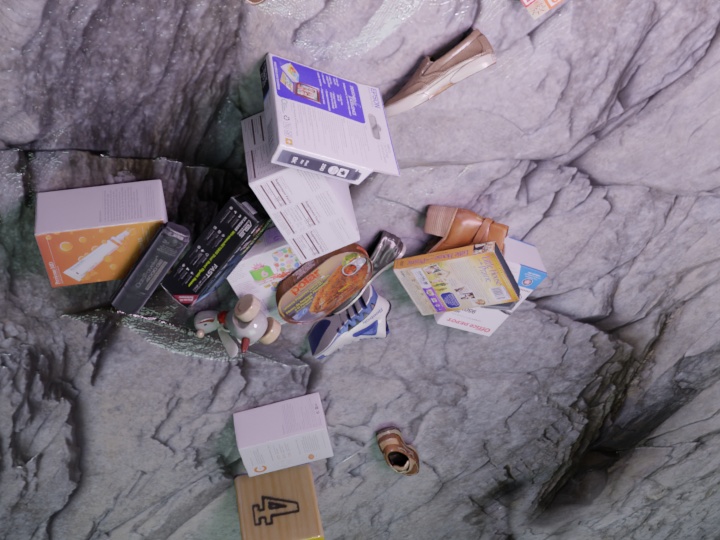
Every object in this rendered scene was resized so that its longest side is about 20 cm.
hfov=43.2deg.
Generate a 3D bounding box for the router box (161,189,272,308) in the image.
[{"bbox_3d":[-0.226,-0.041,1.508,0.062,0.150,0.200,42,107,-1],"label":"router box"}]

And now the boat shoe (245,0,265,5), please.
[{"bbox_3d":[-0.094,-0.433,1.210,0.075,0.074,0.200,25,124,-36],"label":"boat shoe"}]

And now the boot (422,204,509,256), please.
[{"bbox_3d":[0.192,-0.027,1.693,0.153,0.077,0.202,15,125,12],"label":"boot"}]

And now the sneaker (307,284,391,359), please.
[{"bbox_3d":[-0.006,0.117,1.821,0.115,0.081,0.199,27,122,-35],"label":"sneaker"}]

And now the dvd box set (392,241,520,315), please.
[{"bbox_3d":[0.177,0.017,1.670,0.198,0.030,0.147,-11,137,26],"label":"dvd box set"}]

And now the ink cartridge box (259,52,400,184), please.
[{"bbox_3d":[-0.048,-0.221,1.359,0.198,0.200,0.043,11,138,-26],"label":"ink cartridge box"}]

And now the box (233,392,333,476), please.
[{"bbox_3d":[-0.171,0.367,2.026,0.198,0.098,0.125,-13,139,-4],"label":"box"}]

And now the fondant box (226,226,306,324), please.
[{"bbox_3d":[-0.159,0.016,1.684,0.143,0.059,0.201,-19,139,4],"label":"fondant box"}]

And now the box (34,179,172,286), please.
[{"bbox_3d":[-0.414,-0.061,1.483,0.197,0.098,0.125,-8,138,-8],"label":"box"}]

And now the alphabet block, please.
[{"bbox_3d":[-0.195,0.617,2.210,0.194,0.201,0.197,-9,139,-7],"label":"alphabet block"}]

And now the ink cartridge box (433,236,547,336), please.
[{"bbox_3d":[0.248,0.028,1.800,0.143,0.085,0.200,15,130,-29],"label":"ink cartridge box"}]

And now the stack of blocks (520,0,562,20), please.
[{"bbox_3d":[0.299,-0.470,1.301,0.199,0.059,0.115,-33,135,18],"label":"stack of blocks"}]

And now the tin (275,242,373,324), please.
[{"bbox_3d":[-0.068,0.023,1.652,0.199,0.042,0.112,-37,140,16],"label":"tin"}]

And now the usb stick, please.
[{"bbox_3d":[-0.339,-0.001,1.461,0.055,0.033,0.200,24,125,-27],"label":"usb stick"}]

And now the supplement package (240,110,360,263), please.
[{"bbox_3d":[-0.095,-0.144,1.457,0.110,0.157,0.201,-20,138,9],"label":"supplement package"}]

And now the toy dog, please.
[{"bbox_3d":[-0.238,0.115,1.674,0.131,0.097,0.200,35,147,-17],"label":"toy dog"}]

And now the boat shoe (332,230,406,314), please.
[{"bbox_3d":[0.000,0.000,1.718,0.057,0.067,0.200,39,112,-21],"label":"boat shoe"}]

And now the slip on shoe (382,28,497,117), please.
[{"bbox_3d":[0.114,-0.306,1.425,0.198,0.076,0.061,-25,98,22],"label":"slip on shoe"}]

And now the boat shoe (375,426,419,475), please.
[{"bbox_3d":[0.092,0.456,2.207,0.075,0.074,0.200,-25,137,10],"label":"boat shoe"}]
